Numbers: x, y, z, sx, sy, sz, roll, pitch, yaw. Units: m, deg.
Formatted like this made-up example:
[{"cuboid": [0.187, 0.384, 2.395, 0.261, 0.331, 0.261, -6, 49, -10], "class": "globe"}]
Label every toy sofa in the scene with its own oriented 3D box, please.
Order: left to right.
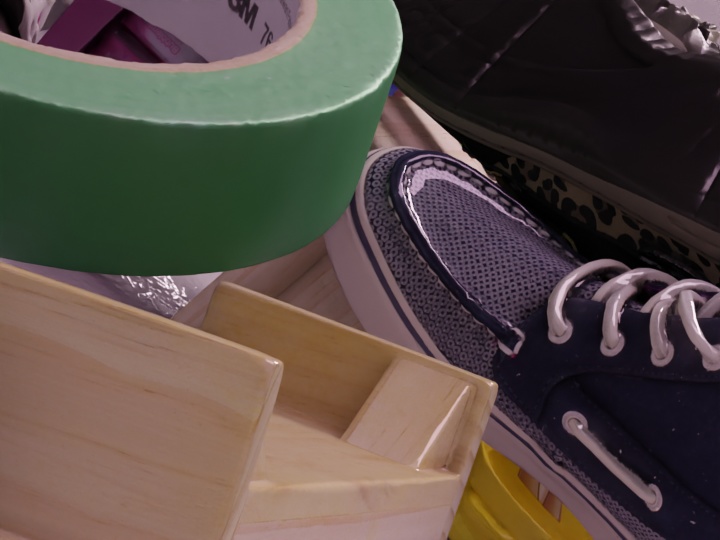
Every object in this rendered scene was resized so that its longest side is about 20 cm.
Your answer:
[{"cuboid": [-0.041, 0.055, 0.657, 0.082, 0.098, 0.200, 20, 3, 16], "class": "toy sofa"}, {"cuboid": [0.000, 0.000, 0.964, 0.098, 0.083, 0.200, 51, 11, 6], "class": "toy sofa"}]

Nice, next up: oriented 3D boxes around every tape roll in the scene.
[{"cuboid": [-0.089, -0.072, 0.801, 0.199, 0.048, 0.201, 15, 29, -9], "class": "tape roll"}]

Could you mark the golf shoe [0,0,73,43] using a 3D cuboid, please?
[{"cuboid": [-0.137, -0.100, 0.985, 0.200, 0.072, 0.093, 22, 52, -73], "class": "golf shoe"}]

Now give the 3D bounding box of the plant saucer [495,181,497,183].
[{"cuboid": [0.113, 0.045, 1.108, 0.200, 0.200, 0.031, 41, 50, -9], "class": "plant saucer"}]

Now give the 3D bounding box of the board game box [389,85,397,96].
[{"cuboid": [-0.011, -0.111, 1.272, 0.200, 0.057, 0.165, 43, -32, 2], "class": "board game box"}]

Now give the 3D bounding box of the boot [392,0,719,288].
[{"cuboid": [0.082, -0.007, 0.903, 0.203, 0.073, 0.154, 34, -28, 42], "class": "boot"}]

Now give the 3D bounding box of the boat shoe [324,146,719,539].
[{"cuboid": [0.080, 0.021, 0.800, 0.200, 0.093, 0.075, 45, 45, 10], "class": "boat shoe"}]

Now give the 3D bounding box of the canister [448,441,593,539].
[{"cuboid": [0.145, 0.057, 1.005, 0.148, 0.200, 0.087, 41, 9, -10], "class": "canister"}]

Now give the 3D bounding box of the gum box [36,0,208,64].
[{"cuboid": [-0.054, -0.067, 0.994, 0.066, 0.114, 0.200, 44, 9, 5], "class": "gum box"}]

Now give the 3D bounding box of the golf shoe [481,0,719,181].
[{"cuboid": [0.052, -0.076, 0.984, 0.200, 0.088, 0.077, 37, 11, 24], "class": "golf shoe"}]
